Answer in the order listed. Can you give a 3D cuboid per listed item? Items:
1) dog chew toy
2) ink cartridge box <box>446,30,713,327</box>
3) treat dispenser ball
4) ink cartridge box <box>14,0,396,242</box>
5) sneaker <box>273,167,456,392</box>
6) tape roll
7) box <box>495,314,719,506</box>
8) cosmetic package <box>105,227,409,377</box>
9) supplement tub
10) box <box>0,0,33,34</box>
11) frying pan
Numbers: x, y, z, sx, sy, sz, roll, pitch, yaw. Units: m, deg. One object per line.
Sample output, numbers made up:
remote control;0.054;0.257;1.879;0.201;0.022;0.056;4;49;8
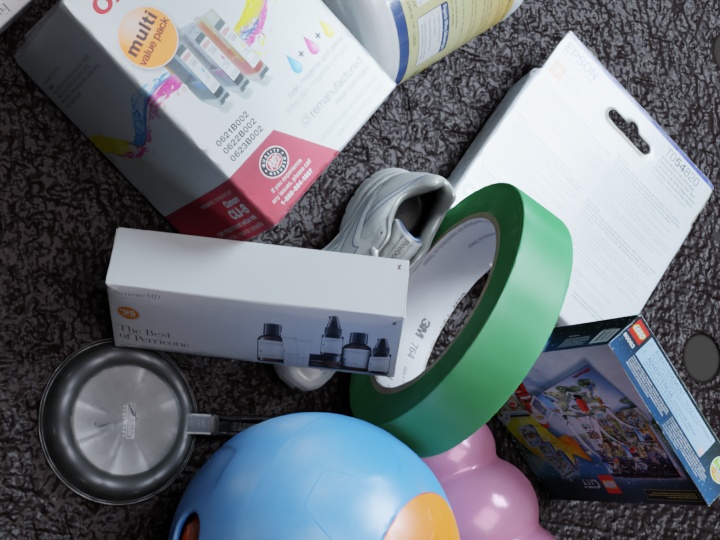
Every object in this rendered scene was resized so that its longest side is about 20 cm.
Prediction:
dog chew toy;0.084;0.195;1.035;0.123;0.124;0.202;-19;84;-27
ink cartridge box;0.177;-0.058;1.153;0.199;0.041;0.201;44;67;-15
treat dispenser ball;-0.031;0.196;0.928;0.199;0.200;0.204;4;82;-26
ink cartridge box;-0.110;-0.138;0.963;0.200;0.144;0.146;46;67;-13
sneaker;0.000;0.000;1.033;0.074;0.087;0.201;37;70;-19
tape roll;0.069;0.034;0.999;0.048;0.200;0.202;32;71;-18
box;0.172;0.107;1.040;0.038;0.200;0.137;-38;100;-25
cosmetic package;-0.069;0.024;0.951;0.197;0.083;0.051;6;54;0
supplement tub;0.040;-0.231;1.050;0.199;0.144;0.145;-34;98;-26
box;-0.297;-0.131;0.928;0.039;0.041;0.200;46;67;-14
frying pan;-0.135;0.122;0.984;0.189;0.031;0.116;28;72;-17
